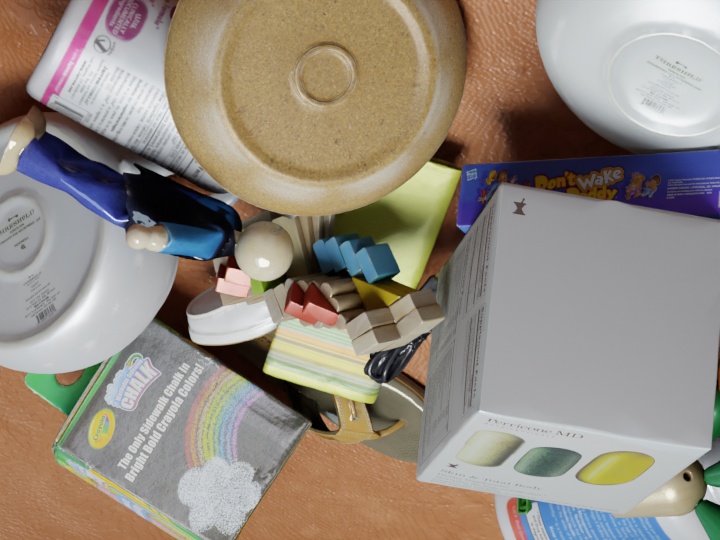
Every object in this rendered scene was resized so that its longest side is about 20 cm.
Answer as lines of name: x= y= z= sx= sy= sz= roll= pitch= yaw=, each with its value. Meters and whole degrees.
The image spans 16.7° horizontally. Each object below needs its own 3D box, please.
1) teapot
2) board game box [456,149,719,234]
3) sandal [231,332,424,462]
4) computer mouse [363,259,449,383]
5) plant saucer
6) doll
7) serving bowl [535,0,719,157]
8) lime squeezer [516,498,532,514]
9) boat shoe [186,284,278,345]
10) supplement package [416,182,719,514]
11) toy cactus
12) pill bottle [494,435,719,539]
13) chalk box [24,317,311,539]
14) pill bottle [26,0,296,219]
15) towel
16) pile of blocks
teapot: x=-0.199 y=-0.016 z=1.760 sx=0.199 sy=0.199 sz=0.146 roll=16 pitch=180 yaw=34
board game box: x=0.181 y=-0.031 z=1.623 sx=0.199 sy=0.045 sz=0.134 roll=-2 pitch=160 yaw=25
sandal: x=-0.024 y=0.095 z=1.868 sx=0.200 sy=0.054 sz=0.080 roll=34 pitch=136 yaw=-14
computer mouse: x=0.108 y=0.080 z=1.733 sx=0.200 sy=0.110 sz=0.044 roll=35 pitch=179 yaw=-13
plant saucer: x=-0.025 y=-0.127 z=1.566 sx=0.199 sy=0.035 sz=0.201 roll=-3 pitch=107 yaw=-10
doll: x=-0.138 y=-0.042 z=1.612 sx=0.199 sy=0.137 sz=0.049 roll=24 pitch=104 yaw=-3
serving bowl: x=0.201 y=-0.136 z=1.534 sx=0.199 sy=0.066 sz=0.201 roll=12 pitch=138 yaw=11
lime squeezer: x=0.110 y=0.070 z=1.787 sx=0.038 sy=0.070 sz=0.201 roll=0 pitch=106 yaw=44
boat shoe: x=-0.050 y=-0.009 z=1.765 sx=0.199 sy=0.071 sz=0.069 roll=-24 pitch=117 yaw=23
supplement package: x=0.133 y=0.056 z=1.583 sx=0.151 sy=0.152 sz=0.200 roll=10 pitch=162 yaw=-7
toy cactus: x=0.251 y=0.135 z=1.676 sx=0.164 sy=0.102 sz=0.201 roll=-13 pitch=86 yaw=20
pill bottle: x=0.207 y=0.156 z=1.798 sx=0.199 sy=0.113 sz=0.112 roll=-17 pitch=126 yaw=35
chalk box: x=-0.155 y=0.116 z=1.852 sx=0.199 sy=0.125 sz=0.124 roll=33 pitch=169 yaw=0
pill bottle: x=-0.111 y=-0.122 z=1.635 sx=0.199 sy=0.114 sz=0.113 roll=28 pitch=138 yaw=-9
towel: x=0.000 y=0.000 z=1.713 sx=0.086 sy=0.018 sz=0.201 roll=17 pitch=118 yaw=-6
pile of blocks: x=-0.036 y=0.003 z=1.655 sx=0.199 sy=0.062 sz=0.083 roll=15 pitch=109 yaw=41
